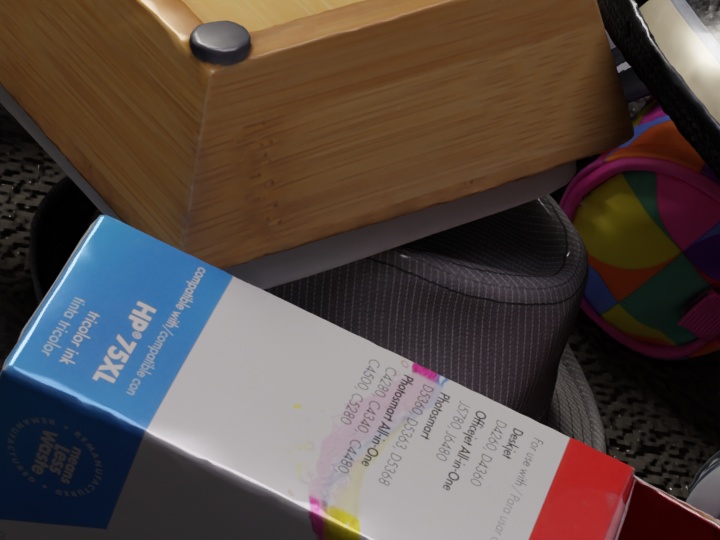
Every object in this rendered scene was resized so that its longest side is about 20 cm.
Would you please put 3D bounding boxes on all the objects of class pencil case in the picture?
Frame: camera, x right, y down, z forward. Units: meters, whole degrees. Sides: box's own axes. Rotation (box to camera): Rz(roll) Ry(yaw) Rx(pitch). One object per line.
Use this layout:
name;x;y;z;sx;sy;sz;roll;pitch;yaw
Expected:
pencil case;0.143;-0.045;1.042;0.088;0.089;0.200;34;40;12

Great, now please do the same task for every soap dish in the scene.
soap dish;-0.036;-0.087;0.869;0.157;0.081;0.200;-18;45;-29

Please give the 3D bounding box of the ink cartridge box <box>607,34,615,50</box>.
ink cartridge box;0.056;-0.121;1.032;0.116;0.068;0.200;-13;24;-36

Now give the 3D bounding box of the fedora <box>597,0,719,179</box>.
fedora;0.161;-0.041;0.871;0.201;0.092;0.201;45;12;-12

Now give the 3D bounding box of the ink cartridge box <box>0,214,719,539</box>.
ink cartridge box;-0.006;0.084;0.784;0.200;0.116;0.067;26;44;3

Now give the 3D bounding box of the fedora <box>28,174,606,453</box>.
fedora;0.000;0.000;0.907;0.200;0.090;0.177;30;39;7

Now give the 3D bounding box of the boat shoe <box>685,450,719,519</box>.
boat shoe;0.170;0.058;0.954;0.200;0.071;0.091;2;40;-34

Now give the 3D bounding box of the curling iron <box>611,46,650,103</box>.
curling iron;0.128;-0.080;0.992;0.199;0.026;0.050;-18;25;-19
